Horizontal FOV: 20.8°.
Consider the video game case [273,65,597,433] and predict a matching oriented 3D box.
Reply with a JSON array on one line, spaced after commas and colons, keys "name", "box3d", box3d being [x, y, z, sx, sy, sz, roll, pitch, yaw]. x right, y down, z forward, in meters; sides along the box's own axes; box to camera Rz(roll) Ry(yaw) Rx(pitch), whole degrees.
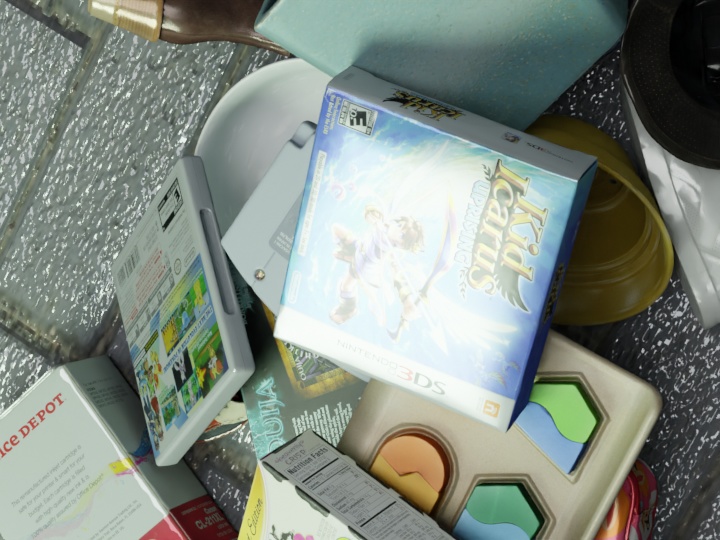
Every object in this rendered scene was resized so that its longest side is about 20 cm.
[{"name": "video game case", "box3d": [0.046, -0.012, 1.310, 0.181, 0.045, 0.200, 21, 121, 15]}]

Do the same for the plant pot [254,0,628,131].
[{"name": "plant pot", "box3d": [0.076, -0.210, 1.350, 0.200, 0.196, 0.196, 38, 122, -15]}]

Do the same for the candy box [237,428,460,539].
[{"name": "candy box", "box3d": [0.005, 0.224, 1.379, 0.200, 0.061, 0.137, 35, 130, 25]}]

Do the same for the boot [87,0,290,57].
[{"name": "boot", "box3d": [-0.122, -0.248, 1.562, 0.166, 0.200, 0.072, 10, 137, -5]}]

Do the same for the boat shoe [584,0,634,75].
[{"name": "boat shoe", "box3d": [0.193, -0.203, 1.448, 0.200, 0.072, 0.072, -42, 80, 21]}]

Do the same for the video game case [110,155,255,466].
[{"name": "video game case", "box3d": [-0.144, 0.035, 1.548, 0.200, 0.022, 0.183, -49, 52, 55]}]

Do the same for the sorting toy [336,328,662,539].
[{"name": "sorting toy", "box3d": [0.087, 0.121, 1.377, 0.200, 0.036, 0.185, 30, 100, 19]}]

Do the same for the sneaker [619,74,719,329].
[{"name": "sneaker", "box3d": [0.269, -0.068, 1.440, 0.115, 0.074, 0.200, -20, 78, 4]}]

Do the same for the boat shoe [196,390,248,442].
[{"name": "boat shoe", "box3d": [-0.095, 0.088, 1.598, 0.200, 0.063, 0.071, -27, 86, 23]}]

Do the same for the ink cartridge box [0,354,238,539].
[{"name": "ink cartridge box", "box3d": [-0.222, 0.192, 1.647, 0.146, 0.083, 0.200, -41, 79, 21]}]

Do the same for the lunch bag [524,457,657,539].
[{"name": "lunch bag", "box3d": [0.118, 0.218, 1.427, 0.176, 0.082, 0.200, 7, 92, 21]}]

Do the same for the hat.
[{"name": "hat", "box3d": [0.255, -0.170, 1.402, 0.081, 0.200, 0.201, 24, 107, 61]}]

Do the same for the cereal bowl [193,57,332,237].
[{"name": "cereal bowl", "box3d": [-0.029, -0.068, 1.545, 0.200, 0.083, 0.201, 2, 96, 23]}]

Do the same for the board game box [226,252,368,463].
[{"name": "board game box", "box3d": [-0.032, 0.061, 1.498, 0.135, 0.028, 0.200, -11, 91, 21]}]

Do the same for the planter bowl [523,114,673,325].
[{"name": "planter bowl", "box3d": [0.144, -0.055, 1.455, 0.200, 0.084, 0.201, 15, 142, 12]}]

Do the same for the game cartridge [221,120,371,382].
[{"name": "game cartridge", "box3d": [0.000, 0.000, 1.447, 0.200, 0.040, 0.133, 39, 102, 12]}]
